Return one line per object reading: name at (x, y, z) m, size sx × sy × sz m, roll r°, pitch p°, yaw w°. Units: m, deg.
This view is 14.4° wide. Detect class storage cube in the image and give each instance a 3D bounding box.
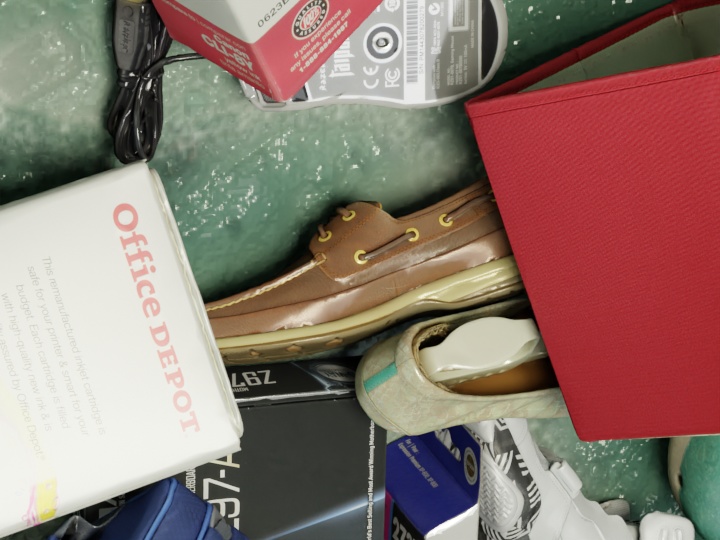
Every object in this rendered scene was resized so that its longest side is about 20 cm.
storage cube at (0.188, -0.034, 1.379) m, size 0.170 × 0.199 × 0.181 m, roll -27°, pitch 102°, yaw -39°

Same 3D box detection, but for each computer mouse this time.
computer mouse at (-0.027, -0.111, 1.396) m, size 0.198 × 0.044 × 0.111 m, roll -4°, pitch 107°, yaw -15°

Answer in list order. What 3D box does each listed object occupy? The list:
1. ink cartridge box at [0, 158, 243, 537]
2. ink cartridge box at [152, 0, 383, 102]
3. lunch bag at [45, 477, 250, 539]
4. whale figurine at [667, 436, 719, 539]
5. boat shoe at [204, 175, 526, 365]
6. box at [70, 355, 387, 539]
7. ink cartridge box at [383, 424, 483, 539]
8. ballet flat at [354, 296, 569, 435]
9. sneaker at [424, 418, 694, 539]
ink cartridge box at (-0.173, 0.048, 1.346) m, size 0.199 × 0.087 × 0.146 m, roll -19°, pitch 92°, yaw -13°
ink cartridge box at (-0.043, -0.196, 1.260) m, size 0.145 × 0.083 × 0.200 m, roll -46°, pitch 145°, yaw -14°
lunch bag at (-0.111, 0.194, 1.348) m, size 0.132 × 0.201 × 0.136 m, roll 41°, pitch 134°, yaw -16°
whale figurine at (0.268, 0.096, 1.545) m, size 0.199 × 0.104 × 0.160 m, roll -13°, pitch 130°, yaw -15°
boat shoe at (0.000, 0.000, 1.441) m, size 0.199 × 0.072 × 0.068 m, roll -16°, pitch 85°, yaw -10°
box at (-0.069, 0.149, 1.473) m, size 0.159 × 0.044 × 0.202 m, roll -4°, pitch 112°, yaw -15°
ink cartridge box at (0.029, 0.166, 1.497) m, size 0.037 × 0.095 × 0.202 m, roll -3°, pitch 111°, yaw -20°
ballet flat at (0.088, 0.042, 1.449) m, size 0.199 × 0.062 × 0.068 m, roll -15°, pitch 72°, yaw -36°
sneaker at (0.108, 0.128, 1.529) m, size 0.114 × 0.075 × 0.201 m, roll -22°, pitch 106°, yaw -27°
